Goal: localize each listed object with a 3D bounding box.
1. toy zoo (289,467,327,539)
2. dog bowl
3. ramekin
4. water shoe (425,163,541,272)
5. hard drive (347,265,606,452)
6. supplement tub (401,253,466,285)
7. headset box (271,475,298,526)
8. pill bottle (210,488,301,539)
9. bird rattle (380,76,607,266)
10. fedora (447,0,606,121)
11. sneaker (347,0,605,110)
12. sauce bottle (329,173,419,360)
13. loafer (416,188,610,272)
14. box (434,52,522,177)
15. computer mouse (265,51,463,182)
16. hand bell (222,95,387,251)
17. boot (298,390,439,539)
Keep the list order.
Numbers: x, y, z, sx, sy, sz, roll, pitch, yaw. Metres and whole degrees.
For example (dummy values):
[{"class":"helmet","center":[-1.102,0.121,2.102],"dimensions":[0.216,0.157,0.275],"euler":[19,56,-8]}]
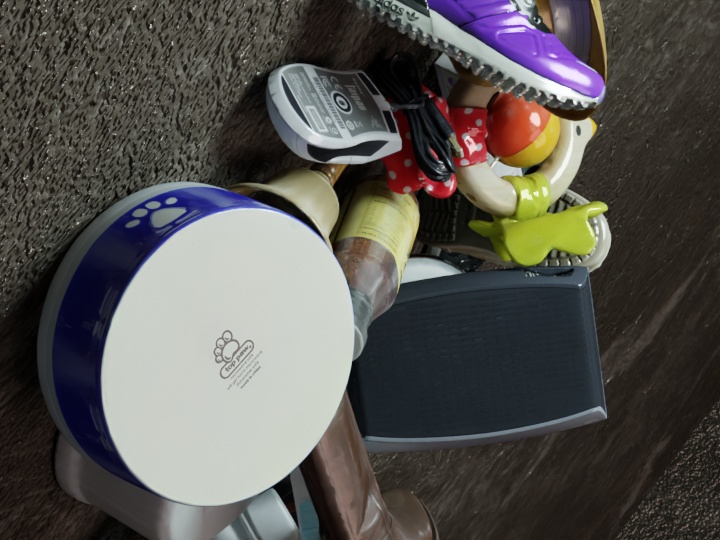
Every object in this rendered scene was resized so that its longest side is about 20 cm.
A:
[{"class":"toy zoo","center":[-0.022,0.191,1.600],"dimensions":[0.200,0.020,0.132],"euler":[-9,87,-80]},{"class":"dog bowl","center":[-0.103,0.048,1.347],"dimensions":[0.199,0.079,0.201],"euler":[-11,109,-36]},{"class":"ramekin","center":[-0.119,0.105,1.511],"dimensions":[0.201,0.098,0.201],"euler":[-48,159,-25]},{"class":"water shoe","center":[0.121,-0.045,1.878],"dimensions":[0.071,0.079,0.201],"euler":[-26,144,-55]},{"class":"hard drive","center":[0.086,0.070,1.613],"dimensions":[0.042,0.199,0.136],"euler":[-75,158,-88]},{"class":"supplement tub","center":[0.048,0.048,1.735],"dimensions":[0.123,0.122,0.200],"euler":[-57,180,2]},{"class":"headset box","center":[-0.068,0.232,1.756],"dimensions":[0.200,0.148,0.075],"euler":[-49,161,-21]},{"class":"pill bottle","center":[-0.129,0.260,1.614],"dimensions":[0.200,0.115,0.114],"euler":[-31,157,-4]},{"class":"bird rattle","center":[0.104,-0.097,1.638],"dimensions":[0.163,0.200,0.113],"euler":[-57,-162,-20]},{"class":"fedora","center":[0.105,-0.189,1.519],"dimensions":[0.082,0.201,0.201],"euler":[-21,150,-14]},{"class":"sneaker","center":[0.089,-0.186,1.417],"dimensions":[0.100,0.200,0.070],"euler":[-62,-178,-1]},{"class":"sauce bottle","center":[0.000,0.000,1.581],"dimensions":[0.200,0.066,0.066],"euler":[-69,178,-55]},{"class":"loafer","center":[0.135,-0.037,1.754],"dimensions":[0.068,0.199,0.076],"euler":[15,89,-48]},{"class":"box","center":[0.100,-0.123,1.742],"dimensions":[0.041,0.039,0.200],"euler":[-52,155,-16]},{"class":"computer mouse","center":[-0.008,-0.109,1.480],"dimensions":[0.044,0.110,0.200],"euler":[-38,160,32]},{"class":"hand bell","center":[-0.027,-0.070,1.513],"dimensions":[0.200,0.104,0.104],"euler":[-55,165,-47]},{"class":"boot","center":[-0.004,0.143,1.543],"dimensions":[0.187,0.064,0.201],"euler":[-86,156,-66]}]
